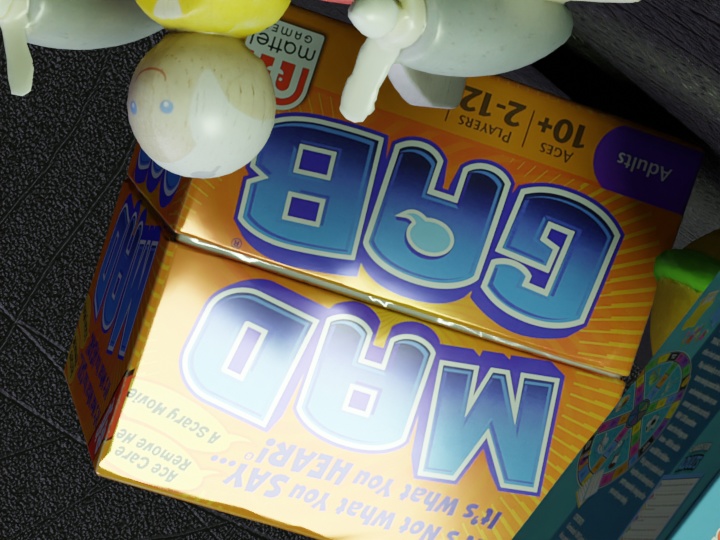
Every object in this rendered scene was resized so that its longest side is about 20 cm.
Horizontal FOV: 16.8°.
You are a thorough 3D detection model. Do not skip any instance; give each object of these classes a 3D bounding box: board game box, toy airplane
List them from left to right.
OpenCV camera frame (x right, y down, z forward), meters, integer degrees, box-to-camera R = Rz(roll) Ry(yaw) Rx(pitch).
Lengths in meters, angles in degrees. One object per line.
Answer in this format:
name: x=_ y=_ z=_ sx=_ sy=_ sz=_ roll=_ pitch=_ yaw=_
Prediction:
toy airplane: x=-0.027 y=-0.090 z=0.747 sx=0.198 sy=0.142 sz=0.200 roll=19 pitch=167 yaw=-4
board game box: x=0.000 y=0.000 z=1.062 sx=0.199 sy=0.201 sz=0.200 roll=17 pitch=-175 yaw=-13
board game box: x=0.102 y=0.050 z=0.644 sx=0.047 sy=0.200 sz=0.151 roll=38 pitch=180 yaw=-5

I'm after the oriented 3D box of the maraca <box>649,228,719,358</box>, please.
maraca: x=0.183 y=0.055 z=0.862 sx=0.200 sy=0.107 sz=0.137 roll=38 pitch=180 yaw=-17
